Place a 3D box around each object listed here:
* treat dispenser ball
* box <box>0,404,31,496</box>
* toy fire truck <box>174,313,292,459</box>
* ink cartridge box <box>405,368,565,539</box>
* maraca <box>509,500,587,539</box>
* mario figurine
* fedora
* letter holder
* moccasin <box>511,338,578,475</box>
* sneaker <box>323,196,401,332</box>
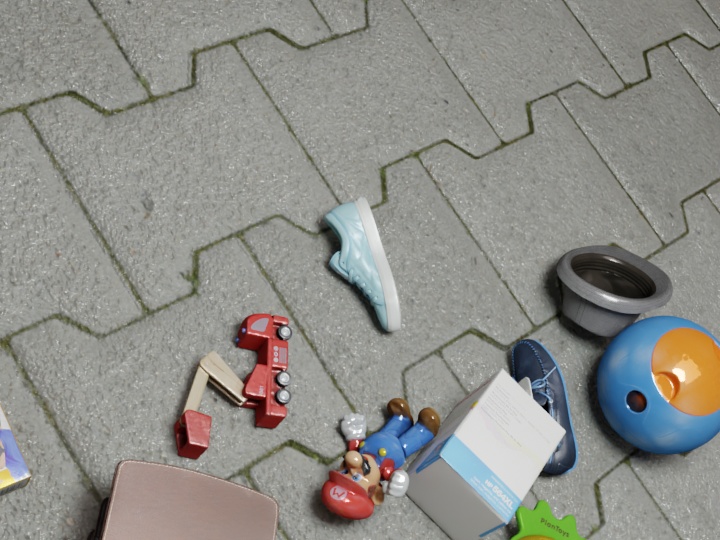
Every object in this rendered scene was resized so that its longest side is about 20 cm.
[{"bbox_3d":[0.449,0.169,1.609,0.199,0.201,0.203,13,58,-21],"label":"treat dispenser ball"},{"bbox_3d":[-0.465,0.170,1.226,0.118,0.041,0.202,-20,76,-35],"label":"box"},{"bbox_3d":[-0.161,0.143,1.396,0.139,0.049,0.202,12,59,-22],"label":"toy fire truck"},{"bbox_3d":[0.170,0.243,1.465,0.125,0.129,0.200,44,53,1],"label":"ink cartridge box"},{"bbox_3d":[0.237,0.399,1.426,0.136,0.107,0.201,30,53,-9],"label":"maraca"},{"bbox_3d":[0.020,0.233,1.400,0.106,0.123,0.200,51,50,-5],"label":"mario figurine"},{"bbox_3d":[0.383,0.041,1.697,0.176,0.091,0.199,29,30,25],"label":"fedora"},{"bbox_3d":[-0.206,0.312,1.247,0.198,0.101,0.144,18,54,-18],"label":"letter holder"},{"bbox_3d":[0.260,0.192,1.569,0.068,0.080,0.202,1,61,-40],"label":"moccasin"},{"bbox_3d":[0.000,0.000,1.562,0.081,0.074,0.202,-17,75,-2],"label":"sneaker"}]
